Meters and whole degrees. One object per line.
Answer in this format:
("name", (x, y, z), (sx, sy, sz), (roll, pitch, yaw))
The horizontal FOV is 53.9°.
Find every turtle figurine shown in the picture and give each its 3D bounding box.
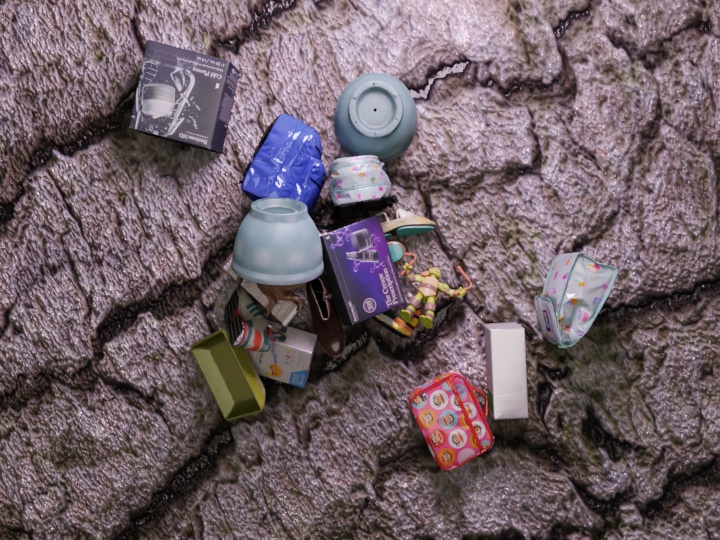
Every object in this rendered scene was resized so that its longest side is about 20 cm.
("turtle figurine", (0.145, 0.047, 1.630), (0.196, 0.065, 0.163), (23, 59, 9))

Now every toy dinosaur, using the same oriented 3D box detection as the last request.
("toy dinosaur", (-0.193, 0.024, 1.510), (0.135, 0.197, 0.087), (44, 56, -37))

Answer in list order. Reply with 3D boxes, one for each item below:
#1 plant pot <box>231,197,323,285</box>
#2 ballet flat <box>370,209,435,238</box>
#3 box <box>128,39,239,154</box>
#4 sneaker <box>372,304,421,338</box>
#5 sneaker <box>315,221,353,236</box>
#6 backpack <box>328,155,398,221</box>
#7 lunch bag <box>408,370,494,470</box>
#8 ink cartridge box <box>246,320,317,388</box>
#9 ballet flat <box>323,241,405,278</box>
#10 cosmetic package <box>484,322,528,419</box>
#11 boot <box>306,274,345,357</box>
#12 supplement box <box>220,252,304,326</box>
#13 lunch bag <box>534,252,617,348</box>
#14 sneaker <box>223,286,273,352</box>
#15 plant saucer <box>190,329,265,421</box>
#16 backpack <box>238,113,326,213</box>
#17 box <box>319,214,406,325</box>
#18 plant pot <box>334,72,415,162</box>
("plant pot", (-0.170, -0.071, 1.473), (0.194, 0.201, 0.138), (5, 112, 1))
("ballet flat", (0.075, -0.107, 1.645), (0.195, 0.071, 0.073), (-13, 92, 2))
("box", (-0.398, -0.391, 1.617), (0.195, 0.124, 0.202), (14, 95, 1))
("sneaker", (0.051, 0.070, 1.656), (0.198, 0.070, 0.091), (35, 78, 0))
("sneaker", (-0.106, -0.077, 1.624), (0.196, 0.071, 0.099), (-21, 115, 15))
("backpack", (-0.007, -0.186, 1.573), (0.163, 0.200, 0.130), (-16, 92, 3))
("lunch bag", (0.220, 0.343, 1.654), (0.173, 0.082, 0.204), (-27, 93, -1))
("ink cartridge box", (-0.207, 0.184, 1.639), (0.195, 0.068, 0.117), (16, 125, 2))
("ballet flat", (0.009, -0.022, 1.643), (0.195, 0.072, 0.069), (-19, 93, 3))
("cosmetic package", (0.334, 0.227, 1.628), (0.082, 0.108, 0.206), (-4, 91, 3))
("boot", (-0.082, 0.108, 1.604), (0.071, 0.166, 0.205), (-16, 92, -1))
("supplement box", (-0.223, 0.038, 1.636), (0.199, 0.109, 0.061), (42, 90, -1))
("lunch bag", (0.466, 0.070, 1.583), (0.119, 0.170, 0.204), (23, 90, -1))
("sneaker", (-0.245, 0.114, 1.577), (0.092, 0.201, 0.071), (26, 109, -27))
("plant saucer", (-0.297, 0.236, 1.634), (0.047, 0.198, 0.203), (-27, 91, -39))
("backpack", (-0.156, -0.232, 1.599), (0.164, 0.163, 0.204), (24, 84, 2))
("box", (0.000, 0.000, 1.549), (0.138, 0.079, 0.205), (-21, 94, -16))
("plant pot", (0.034, -0.350, 1.592), (0.194, 0.134, 0.207), (0, 93, 1))
